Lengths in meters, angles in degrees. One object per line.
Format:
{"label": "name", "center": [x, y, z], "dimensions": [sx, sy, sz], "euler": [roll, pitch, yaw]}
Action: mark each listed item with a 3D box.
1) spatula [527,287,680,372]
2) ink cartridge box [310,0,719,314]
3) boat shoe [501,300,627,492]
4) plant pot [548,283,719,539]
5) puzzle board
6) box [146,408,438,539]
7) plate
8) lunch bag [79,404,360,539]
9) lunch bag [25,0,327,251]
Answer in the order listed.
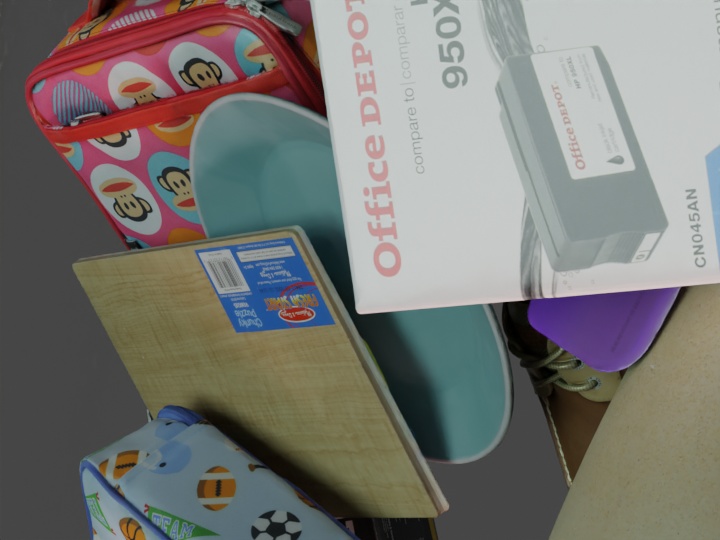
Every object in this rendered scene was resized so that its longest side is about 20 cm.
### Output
{"label": "spatula", "center": [0.067, -0.014, 1.098], "dimensions": [0.200, 0.020, 0.057], "euler": [36, 102, 56]}
{"label": "ink cartridge box", "center": [0.090, -0.066, 0.983], "dimensions": [0.199, 0.084, 0.146], "euler": [-6, 96, 26]}
{"label": "boat shoe", "center": [0.094, 0.021, 1.149], "dimensions": [0.075, 0.074, 0.202], "euler": [-8, 91, 46]}
{"label": "plant pot", "center": [0.157, 0.109, 1.044], "dimensions": [0.187, 0.187, 0.202], "euler": [9, 89, 45]}
{"label": "puzzle board", "center": [-0.050, 0.051, 1.235], "dimensions": [0.199, 0.017, 0.151], "euler": [-7, 114, 53]}
{"label": "box", "center": [-0.027, 0.152, 1.323], "dimensions": [0.159, 0.049, 0.202], "euler": [-15, 86, 45]}
{"label": "plate", "center": [0.000, 0.000, 1.159], "dimensions": [0.200, 0.026, 0.201], "euler": [37, 149, 27]}
{"label": "lunch bag", "center": [-0.056, 0.166, 1.248], "dimensions": [0.200, 0.075, 0.161], "euler": [37, 147, 37]}
{"label": "lunch bag", "center": [-0.065, -0.080, 1.246], "dimensions": [0.199, 0.082, 0.177], "euler": [-10, 121, 47]}
